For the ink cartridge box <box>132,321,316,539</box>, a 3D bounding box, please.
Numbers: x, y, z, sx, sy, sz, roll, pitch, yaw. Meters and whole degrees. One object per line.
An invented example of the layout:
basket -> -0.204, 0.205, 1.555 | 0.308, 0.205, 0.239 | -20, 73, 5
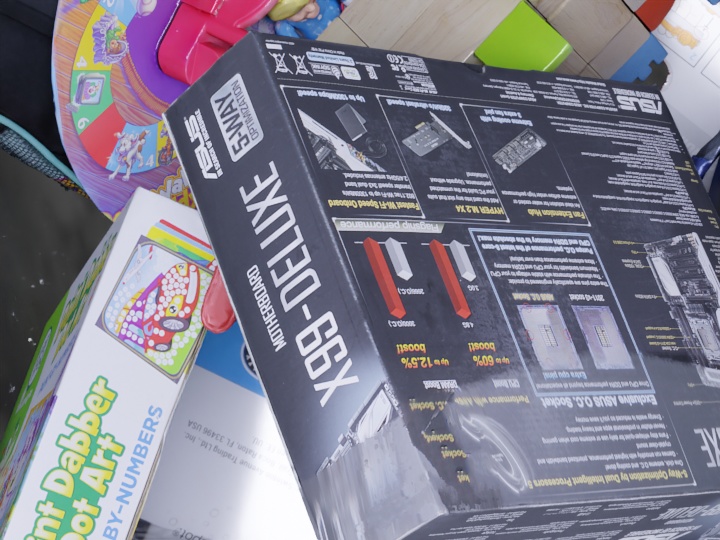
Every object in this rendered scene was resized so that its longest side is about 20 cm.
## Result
ink cartridge box -> -0.025, 0.115, 0.867 | 0.144, 0.084, 0.201 | 25, 90, 5

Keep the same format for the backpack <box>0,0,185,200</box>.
backpack -> -0.127, -0.139, 0.826 | 0.153, 0.200, 0.176 | 32, 90, 25

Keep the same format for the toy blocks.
toy blocks -> 0.067, -0.095, 0.832 | 0.200, 0.137, 0.100 | -47, 64, 7

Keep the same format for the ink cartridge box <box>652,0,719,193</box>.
ink cartridge box -> 0.148, -0.156, 0.897 | 0.161, 0.050, 0.200 | 39, 109, 4

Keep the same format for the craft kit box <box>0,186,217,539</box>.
craft kit box -> -0.112, 0.091, 0.790 | 0.048, 0.200, 0.198 | 25, 69, -9

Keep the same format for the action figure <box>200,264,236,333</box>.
action figure -> 0.000, 0.000, 0.788 | 0.065, 0.200, 0.052 | 32, 101, 6

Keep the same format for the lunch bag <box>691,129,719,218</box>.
lunch bag -> 0.172, 0.008, 0.830 | 0.132, 0.136, 0.201 | 18, 97, 6

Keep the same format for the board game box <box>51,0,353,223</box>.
board game box -> -0.025, -0.092, 0.824 | 0.039, 0.159, 0.200 | 28, 45, 36

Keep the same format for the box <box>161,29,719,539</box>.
box -> 0.049, 0.011, 0.698 | 0.050, 0.199, 0.158 | -38, 64, 37
